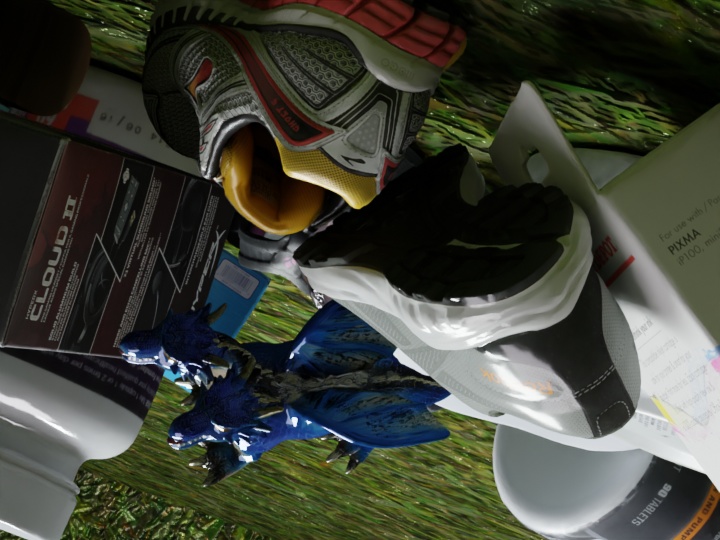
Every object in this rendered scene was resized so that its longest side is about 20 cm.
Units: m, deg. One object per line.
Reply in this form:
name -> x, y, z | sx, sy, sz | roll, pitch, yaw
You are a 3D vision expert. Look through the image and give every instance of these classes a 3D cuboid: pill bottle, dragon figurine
pill bottle -> -0.136, 0.016, 1.164 | 0.111, 0.200, 0.111 | 21, 169, 4
pill bottle -> 0.166, 0.113, 1.301 | 0.106, 0.106, 0.200 | 10, 165, 48
dragon figurine -> -0.004, 0.042, 0.971 | 0.200, 0.059, 0.099 | -3, 169, -29

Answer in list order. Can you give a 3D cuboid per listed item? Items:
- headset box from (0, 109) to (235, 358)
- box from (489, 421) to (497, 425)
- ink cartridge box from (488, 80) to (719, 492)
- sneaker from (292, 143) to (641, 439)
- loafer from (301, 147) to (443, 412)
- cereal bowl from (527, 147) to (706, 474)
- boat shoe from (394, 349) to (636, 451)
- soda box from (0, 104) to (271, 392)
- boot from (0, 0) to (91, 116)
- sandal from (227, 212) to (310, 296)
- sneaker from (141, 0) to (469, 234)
headset box -> -0.150, -0.025, 0.934 | 0.149, 0.077, 0.200 | 18, 180, 17
box -> 0.062, 0.053, 1.415 | 0.121, 0.032, 0.200 | 26, 170, -20
ink cartridge box -> 0.128, 0.014, 0.843 | 0.200, 0.067, 0.116 | 54, 171, 5
sneaker -> 0.035, 0.010, 0.879 | 0.079, 0.074, 0.200 | 57, 173, -18
loafer -> 0.000, 0.000, 1.119 | 0.063, 0.072, 0.200 | 23, 160, 24
cereal bowl -> 0.139, 0.031, 1.001 | 0.200, 0.083, 0.200 | 21, 171, 4
boat shoe -> 0.074, 0.024, 1.136 | 0.072, 0.068, 0.200 | -26, 150, 31
soda box -> -0.147, -0.020, 1.294 | 0.200, 0.064, 0.068 | 34, 169, -3
boot -> -0.201, -0.126, 0.974 | 0.155, 0.077, 0.200 | 23, 178, 20
sandal -> -0.028, -0.010, 1.230 | 0.075, 0.048, 0.200 | 23, 169, -4
sneaker -> -0.037, -0.056, 0.920 | 0.078, 0.082, 0.200 | 25, 170, -18
